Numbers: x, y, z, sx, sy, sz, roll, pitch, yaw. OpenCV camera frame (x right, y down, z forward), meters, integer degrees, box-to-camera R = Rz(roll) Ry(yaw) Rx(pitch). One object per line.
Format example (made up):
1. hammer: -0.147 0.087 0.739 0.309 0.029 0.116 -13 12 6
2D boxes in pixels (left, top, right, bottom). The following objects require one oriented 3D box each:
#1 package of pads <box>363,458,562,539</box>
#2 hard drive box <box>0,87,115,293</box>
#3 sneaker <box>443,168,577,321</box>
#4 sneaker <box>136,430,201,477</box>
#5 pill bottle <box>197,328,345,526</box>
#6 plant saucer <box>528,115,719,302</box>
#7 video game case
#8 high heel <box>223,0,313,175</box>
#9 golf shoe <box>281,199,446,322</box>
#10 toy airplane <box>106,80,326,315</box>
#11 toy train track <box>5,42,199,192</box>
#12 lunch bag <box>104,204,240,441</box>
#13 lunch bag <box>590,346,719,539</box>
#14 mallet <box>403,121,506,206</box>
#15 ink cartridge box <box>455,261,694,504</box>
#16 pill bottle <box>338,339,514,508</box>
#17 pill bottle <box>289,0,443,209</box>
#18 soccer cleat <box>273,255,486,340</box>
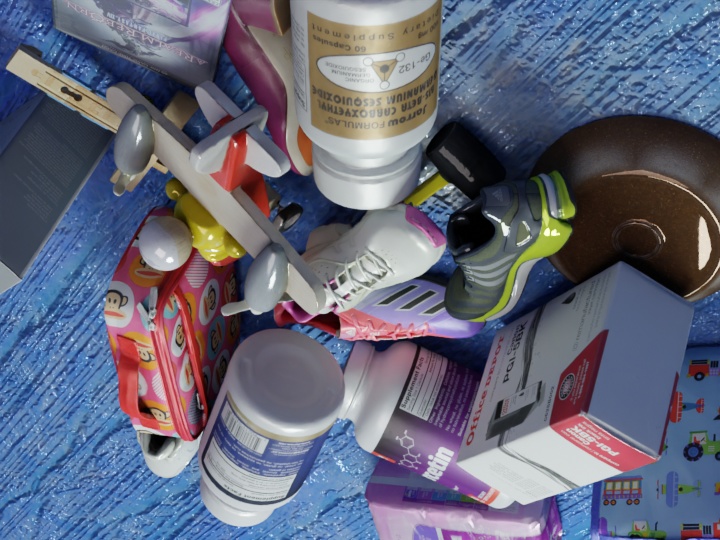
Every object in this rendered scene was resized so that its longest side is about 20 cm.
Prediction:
1. package of pads: 0.111 0.267 1.367 0.197 0.076 0.121 2 135 20
2. hard drive box: -0.325 -0.057 1.144 0.155 0.201 0.077 -25 119 39
3. sneaker: 0.103 -0.021 1.069 0.080 0.075 0.201 2 148 -18
4. sneaker: -0.215 0.173 1.392 0.077 0.100 0.201 19 136 3
5. pill bottle: -0.092 0.156 1.216 0.110 0.112 0.201 24 136 -2
6. plant saucer: 0.229 -0.035 1.058 0.198 0.037 0.202 12 135 12
7. video game case: -0.170 -0.206 0.985 0.141 0.019 0.200 23 161 -5
8. high heel: -0.079 -0.168 1.053 0.095 0.067 0.202 25 142 30
9. golf shoe: 0.000 0.000 1.085 0.075 0.092 0.199 44 153 -14
10. toy airplane: -0.123 -0.057 1.052 0.199 0.141 0.200 30 157 55
11. toy train track: -0.215 -0.141 1.125 0.199 0.033 0.115 30 120 -28
12. lunch bag: -0.180 0.059 1.213 0.081 0.177 0.202 10 136 15
13. lunch bag: 0.281 0.167 1.110 0.149 0.201 0.095 -5 130 26
14. mallet: 0.050 -0.053 1.117 0.066 0.041 0.200 36 139 -9
15. ink cartridge box: 0.178 0.101 1.095 0.082 0.148 0.200 29 150 -15
16. pill bottle: 0.072 0.141 1.234 0.198 0.113 0.113 23 137 -1
17. pill bottle: 0.005 -0.150 0.981 0.113 0.115 0.202 11 135 12
18. soccer cleat: 0.016 0.040 1.189 0.197 0.074 0.069 12 136 11
